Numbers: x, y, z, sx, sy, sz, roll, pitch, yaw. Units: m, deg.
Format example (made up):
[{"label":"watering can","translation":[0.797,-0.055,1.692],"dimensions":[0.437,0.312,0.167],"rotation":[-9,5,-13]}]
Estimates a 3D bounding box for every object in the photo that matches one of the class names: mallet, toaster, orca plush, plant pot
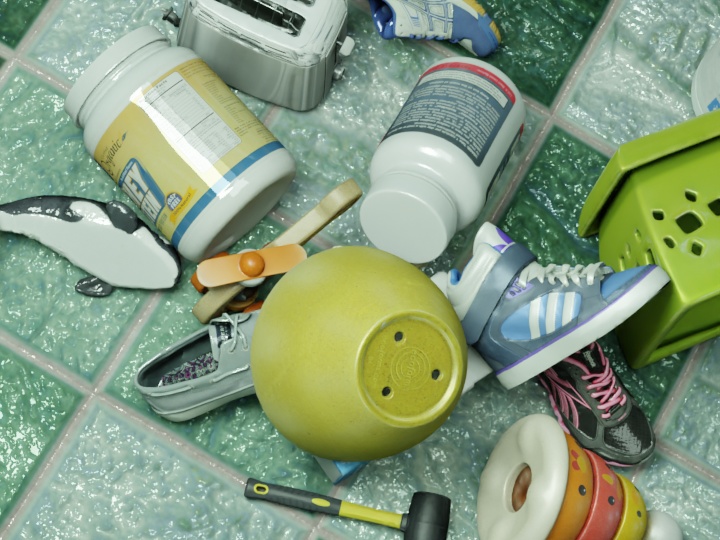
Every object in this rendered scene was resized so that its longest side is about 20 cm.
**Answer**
[{"label":"mallet","translation":[-0.009,0.219,1.668],"dimensions":[0.199,0.041,0.066],"rotation":[20,73,1]},{"label":"toaster","translation":[-0.102,-0.251,1.742],"dimensions":[0.199,0.129,0.114],"rotation":[26,71,-1]},{"label":"orca plush","translation":[-0.268,-0.036,1.702],"dimensions":[0.199,0.071,0.106],"rotation":[5,117,3]},{"label":"plant pot","translation":[0.334,-0.042,1.718],"dimensions":[0.199,0.199,0.182],"rotation":[-20,72,-14]},{"label":"plant pot","translation":[0.017,0.082,1.553],"dimensions":[0.199,0.142,0.201],"rotation":[-1,94,-20]}]

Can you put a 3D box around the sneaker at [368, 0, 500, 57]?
[{"label":"sneaker","translation":[0.056,-0.265,1.782],"dimensions":[0.200,0.075,0.088],"rotation":[34,86,-29]}]

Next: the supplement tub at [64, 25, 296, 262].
[{"label":"supplement tub","translation":[-0.175,-0.123,1.685],"dimensions":[0.145,0.145,0.200],"rotation":[-42,83,-17]}]

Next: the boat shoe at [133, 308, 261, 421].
[{"label":"boat shoe","translation":[-0.121,0.077,1.629],"dimensions":[0.200,0.072,0.070],"rotation":[-27,54,14]}]

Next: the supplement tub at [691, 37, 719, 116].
[{"label":"supplement tub","translation":[0.428,-0.211,1.776],"dimensions":[0.131,0.200,0.133],"rotation":[3,72,-8]}]

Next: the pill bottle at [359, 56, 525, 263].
[{"label":"pill bottle","translation":[0.076,-0.106,1.699],"dimensions":[0.119,0.120,0.200],"rotation":[30,48,1]}]

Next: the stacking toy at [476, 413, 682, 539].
[{"label":"stacking toy","translation":[0.224,0.230,1.670],"dimensions":[0.199,0.146,0.147],"rotation":[19,71,-22]}]

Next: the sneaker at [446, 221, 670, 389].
[{"label":"sneaker","translation":[0.171,0.006,1.622],"dimensions":[0.200,0.081,0.147],"rotation":[-35,85,27]}]

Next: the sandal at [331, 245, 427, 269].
[{"label":"sandal","translation":[-0.004,0.000,1.686],"dimensions":[0.212,0.077,0.070],"rotation":[-43,117,-36]}]

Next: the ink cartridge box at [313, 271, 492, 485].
[{"label":"ink cartridge box","translation":[0.027,0.103,1.689],"dimensions":[0.200,0.068,0.115],"rotation":[-33,81,-16]}]

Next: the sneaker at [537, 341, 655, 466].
[{"label":"sneaker","translation":[0.221,0.106,1.706],"dimensions":[0.079,0.095,0.200],"rotation":[-38,84,-19]}]

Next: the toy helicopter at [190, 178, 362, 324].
[{"label":"toy helicopter","translation":[-0.081,-0.019,1.651],"dimensions":[0.200,0.132,0.079],"rotation":[-40,82,6]}]
